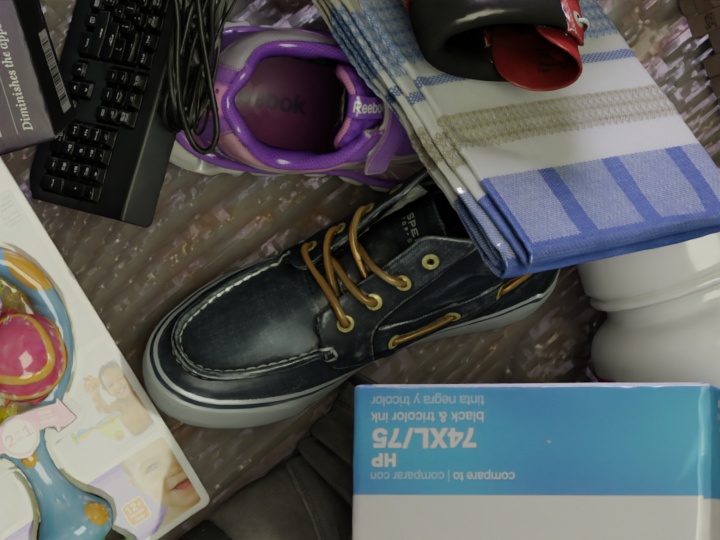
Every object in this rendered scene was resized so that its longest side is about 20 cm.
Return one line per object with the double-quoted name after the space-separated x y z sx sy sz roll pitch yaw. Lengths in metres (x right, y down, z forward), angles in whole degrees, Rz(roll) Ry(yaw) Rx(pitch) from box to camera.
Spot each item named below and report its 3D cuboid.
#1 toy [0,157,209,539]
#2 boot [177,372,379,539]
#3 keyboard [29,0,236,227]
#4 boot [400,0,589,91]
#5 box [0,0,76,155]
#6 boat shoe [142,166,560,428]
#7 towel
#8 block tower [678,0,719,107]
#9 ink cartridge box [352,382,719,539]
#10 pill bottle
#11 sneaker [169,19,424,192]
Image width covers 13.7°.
-0.158 0.049 1.284 0.115 0.047 0.200 -33 102 -13 "toy"
0.024 0.153 1.332 0.132 0.070 0.200 -40 102 -11 "boot"
-0.091 -0.121 1.264 0.040 0.104 0.200 15 89 -49 "keyboard"
0.090 -0.139 1.282 0.200 0.072 0.144 -11 59 -33 "boot"
-0.215 -0.133 1.224 0.141 0.079 0.200 -16 99 5 "box"
0.000 0.000 1.296 0.200 0.091 0.071 -20 67 -18 "boat shoe"
0.062 -0.083 1.274 0.147 0.024 0.200 -12 58 -40 "towel"
0.209 -0.053 1.370 0.054 0.058 0.200 -22 92 -14 "block tower"
0.081 0.149 1.223 0.146 0.147 0.200 -1 84 14 "ink cartridge box"
0.171 0.061 1.345 0.113 0.113 0.200 -23 99 -13 "pill bottle"
0.009 -0.071 1.304 0.200 0.088 0.081 0 92 -17 "sneaker"
